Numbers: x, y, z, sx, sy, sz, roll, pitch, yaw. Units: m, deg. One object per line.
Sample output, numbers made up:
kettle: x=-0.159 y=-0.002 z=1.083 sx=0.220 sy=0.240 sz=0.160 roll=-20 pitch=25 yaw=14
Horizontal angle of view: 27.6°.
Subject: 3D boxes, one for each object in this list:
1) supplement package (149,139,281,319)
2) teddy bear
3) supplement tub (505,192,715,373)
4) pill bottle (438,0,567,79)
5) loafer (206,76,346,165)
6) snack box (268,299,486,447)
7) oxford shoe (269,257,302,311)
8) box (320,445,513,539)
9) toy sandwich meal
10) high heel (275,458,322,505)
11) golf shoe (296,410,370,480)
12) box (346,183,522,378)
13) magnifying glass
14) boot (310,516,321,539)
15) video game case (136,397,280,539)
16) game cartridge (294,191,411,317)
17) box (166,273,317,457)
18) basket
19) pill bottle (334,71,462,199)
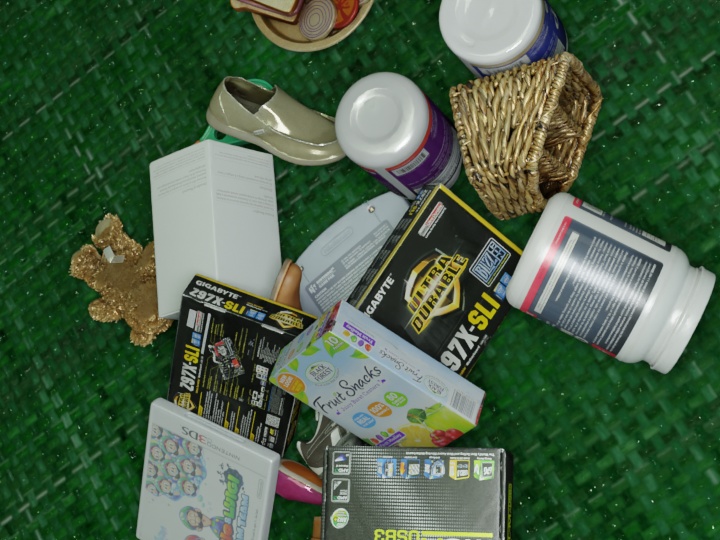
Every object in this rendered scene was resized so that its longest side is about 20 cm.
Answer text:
supplement package: x=-0.179 y=-0.044 z=1.824 sx=0.117 sy=0.116 sz=0.202 roll=-16 pitch=72 yaw=39
teddy bear: x=-0.302 y=0.012 z=1.913 sx=0.199 sy=0.067 sz=0.146 roll=23 pitch=79 yaw=30
supplement tub: x=0.273 y=0.015 z=1.617 sx=0.199 sy=0.140 sz=0.141 roll=27 pitch=90 yaw=6
pill bottle: x=0.175 y=-0.267 z=1.700 sx=0.119 sy=0.200 sz=0.121 roll=-4 pitch=78 yaw=20
loafer: x=-0.102 y=-0.190 z=1.841 sx=0.198 sy=0.069 sz=0.076 roll=16 pitch=44 yaw=10
snack box: x=0.018 y=0.130 z=1.627 sx=0.142 sy=0.199 sz=0.053 roll=-40 pitch=22 yaw=47
oxford shoe: x=-0.079 y=0.073 z=1.769 sx=0.071 sy=0.071 sz=0.201 roll=12 pitch=126 yaw=11
box: x=0.056 y=0.279 z=1.502 sx=0.198 sy=0.048 sz=0.195 roll=-1 pitch=76 yaw=18
toy sandwich meal: x=-0.074 y=-0.380 z=1.892 sx=0.204 sy=0.070 sz=0.207 roll=-4 pitch=78 yaw=21
high heel: x=-0.127 y=0.269 z=1.786 sx=0.199 sy=0.067 sz=0.097 roll=20 pitch=95 yaw=20
golf shoe: x=-0.006 y=0.158 z=1.753 sx=0.094 sy=0.078 sz=0.201 roll=33 pitch=91 yaw=24
box: x=0.087 y=0.028 z=1.686 sx=0.159 sy=0.049 sz=0.201 roll=39 pitch=79 yaw=-19
magnifying glass: x=-0.188 y=-0.174 z=1.924 sx=0.199 sy=0.022 sz=0.080 roll=-37 pitch=69 yaw=9
boot: x=-0.049 y=0.369 z=1.731 sx=0.198 sy=0.074 sz=0.156 roll=-8 pitch=77 yaw=7
video game case: x=-0.188 y=0.276 z=1.780 sx=0.181 sy=0.024 sz=0.201 roll=22 pitch=117 yaw=24
game cartridge: x=0.000 y=0.000 z=1.805 sx=0.200 sy=0.040 sz=0.134 roll=-39 pitch=72 yaw=10
box: x=-0.143 y=0.116 z=1.746 sx=0.159 sy=0.049 sz=0.201 roll=20 pitch=129 yaw=9
basket: x=0.204 y=-0.143 z=1.662 sx=0.148 sy=0.200 sz=0.144 roll=-15 pitch=77 yaw=16
pill bottle: x=0.053 y=-0.151 z=1.723 sx=0.112 sy=0.200 sz=0.113 roll=-5 pitch=76 yaw=20
